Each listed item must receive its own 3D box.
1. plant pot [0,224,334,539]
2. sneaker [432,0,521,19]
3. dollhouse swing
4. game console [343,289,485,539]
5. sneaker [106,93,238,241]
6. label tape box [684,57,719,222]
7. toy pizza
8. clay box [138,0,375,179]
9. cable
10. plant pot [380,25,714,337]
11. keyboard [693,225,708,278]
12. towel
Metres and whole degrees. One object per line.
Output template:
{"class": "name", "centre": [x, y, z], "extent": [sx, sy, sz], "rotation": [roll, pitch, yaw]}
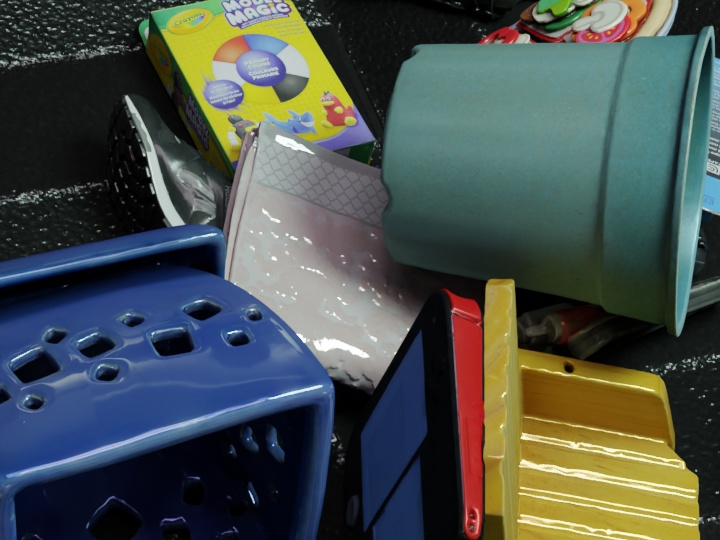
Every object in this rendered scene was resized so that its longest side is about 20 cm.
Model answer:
{"class": "plant pot", "centre": [-0.144, 0.095, 0.986], "extent": [0.200, 0.200, 0.180], "rotation": [-14, 49, -21]}
{"class": "sneaker", "centre": [0.088, -0.251, 1.385], "extent": [0.200, 0.076, 0.091], "rotation": [-11, 62, -17]}
{"class": "dollhouse swing", "centre": [0.144, 0.123, 1.032], "extent": [0.181, 0.176, 0.200], "rotation": [10, 50, -3]}
{"class": "game console", "centre": [0.027, 0.127, 0.988], "extent": [0.031, 0.200, 0.177], "rotation": [14, 50, -11]}
{"class": "sneaker", "centre": [-0.113, -0.041, 1.184], "extent": [0.087, 0.076, 0.200], "rotation": [-12, 62, -31]}
{"class": "label tape box", "centre": [0.212, -0.101, 1.278], "extent": [0.144, 0.063, 0.200], "rotation": [20, 42, 5]}
{"class": "toy pizza", "centre": [0.146, -0.172, 1.278], "extent": [0.200, 0.032, 0.200], "rotation": [-27, 26, 14]}
{"class": "clay box", "centre": [-0.084, -0.144, 1.277], "extent": [0.115, 0.048, 0.200], "rotation": [-16, 58, -23]}
{"class": "cable", "centre": [0.188, 0.025, 1.173], "extent": [0.200, 0.097, 0.050], "rotation": [-22, 85, -24]}
{"class": "plant pot", "centre": [0.124, -0.068, 1.103], "extent": [0.196, 0.200, 0.200], "rotation": [7, 49, 14]}
{"class": "keyboard", "centre": [0.170, -0.043, 1.230], "extent": [0.199, 0.040, 0.104], "rotation": [12, 43, -13]}
{"class": "towel", "centre": [0.000, 0.000, 1.154], "extent": [0.200, 0.032, 0.191], "rotation": [21, 48, -18]}
